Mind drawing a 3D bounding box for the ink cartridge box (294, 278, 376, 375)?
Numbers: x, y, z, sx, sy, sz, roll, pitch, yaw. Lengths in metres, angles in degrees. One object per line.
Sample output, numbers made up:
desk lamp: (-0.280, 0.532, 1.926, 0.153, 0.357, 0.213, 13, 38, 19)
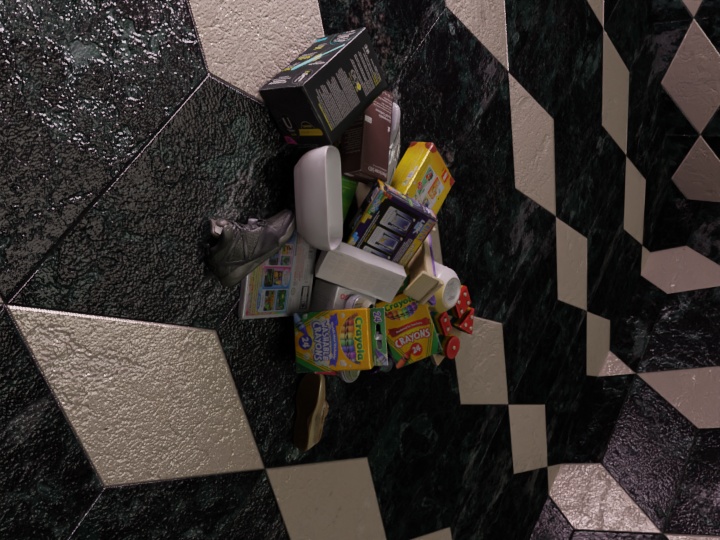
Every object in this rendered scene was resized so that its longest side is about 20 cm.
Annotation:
ink cartridge box: (-0.056, 0.135, 1.237, 0.143, 0.082, 0.206, 15, 90, -47)

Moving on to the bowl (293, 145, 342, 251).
bowl: (-0.084, -0.145, 1.063, 0.200, 0.072, 0.206, -58, 146, -78)

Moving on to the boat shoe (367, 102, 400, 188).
boat shoe: (0.066, -0.294, 1.263, 0.065, 0.071, 0.206, 0, 101, -50)

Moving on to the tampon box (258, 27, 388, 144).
tampon box: (-0.070, -0.361, 1.043, 0.201, 0.148, 0.128, -49, 130, -24)

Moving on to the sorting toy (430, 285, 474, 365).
sorting toy: (0.277, 0.159, 1.604, 0.200, 0.069, 0.202, -45, 129, -29)

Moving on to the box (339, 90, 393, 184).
box: (0.013, -0.307, 1.176, 0.099, 0.074, 0.207, 8, 86, -49)

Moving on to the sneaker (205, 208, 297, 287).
sneaker: (-0.213, -0.072, 1.002, 0.198, 0.076, 0.116, -38, 122, -12)

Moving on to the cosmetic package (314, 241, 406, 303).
cosmetic package: (0.000, 0.000, 1.193, 0.196, 0.051, 0.083, 21, 121, -21)

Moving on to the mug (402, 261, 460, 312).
mug: (0.179, 0.059, 1.415, 0.149, 0.151, 0.190, 38, 74, -45)

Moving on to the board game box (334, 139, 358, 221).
board game box: (-0.050, -0.193, 1.198, 0.095, 0.030, 0.205, 28, 82, -46)

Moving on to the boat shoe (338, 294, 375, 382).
boat shoe: (-0.010, 0.160, 1.186, 0.071, 0.061, 0.206, -6, 105, -45)

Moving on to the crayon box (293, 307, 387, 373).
crayon box: (-0.043, 0.149, 1.129, 0.052, 0.194, 0.130, 19, 67, -81)

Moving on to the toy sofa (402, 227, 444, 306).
toy sofa: (0.156, -0.019, 1.271, 0.096, 0.083, 0.203, 25, 39, -23)

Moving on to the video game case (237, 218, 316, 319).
video game case: (-0.172, -0.002, 1.124, 0.179, 0.023, 0.206, 0, 101, -46)

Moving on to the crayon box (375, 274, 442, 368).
crayon box: (0.112, 0.123, 1.303, 0.124, 0.051, 0.205, -21, 94, 1)

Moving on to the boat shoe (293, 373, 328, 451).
boat shoe: (-0.112, 0.326, 1.246, 0.064, 0.070, 0.206, -6, 115, -49)

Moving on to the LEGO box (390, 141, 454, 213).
LEGO box: (0.147, -0.205, 1.364, 0.149, 0.076, 0.203, 47, 67, -43)

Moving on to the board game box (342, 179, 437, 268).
board game box: (0.057, -0.083, 1.213, 0.162, 0.057, 0.202, 24, 116, -24)

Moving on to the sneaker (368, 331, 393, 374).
sneaker: (0.036, 0.232, 1.335, 0.202, 0.072, 0.089, 66, 32, -53)
